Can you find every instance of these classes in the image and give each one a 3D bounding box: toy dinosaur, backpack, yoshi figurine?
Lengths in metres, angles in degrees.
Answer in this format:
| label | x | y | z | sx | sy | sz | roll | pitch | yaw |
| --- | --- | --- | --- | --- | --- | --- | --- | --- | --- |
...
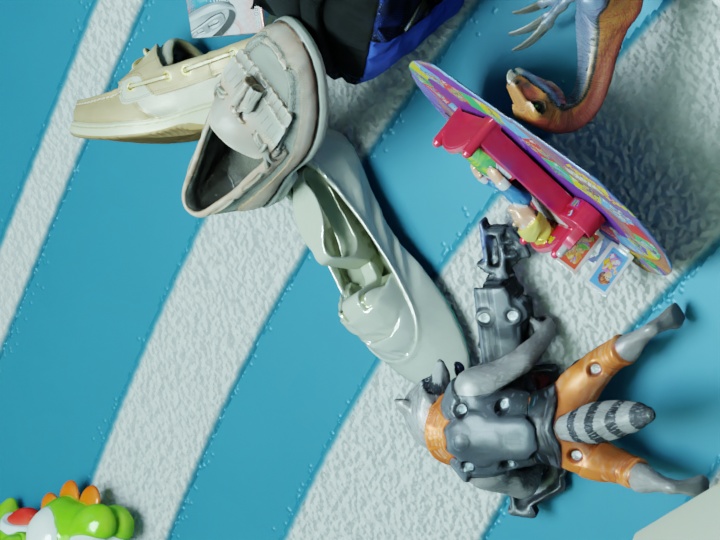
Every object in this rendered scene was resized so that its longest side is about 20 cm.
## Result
| label | x | y | z | sx | sy | sz | roll | pitch | yaw |
| --- | --- | --- | --- | --- | --- | --- | --- | --- | --- |
| toy dinosaur | 0.139 | -0.173 | 1.297 | 0.200 | 0.105 | 0.182 | -9 | 83 | 38 |
| backpack | 0.008 | -0.214 | 1.379 | 0.163 | 0.168 | 0.200 | 53 | 162 | 15 |
| yoshi figurine | -0.251 | 0.241 | 1.759 | 0.200 | 0.112 | 0.112 | -24 | 103 | 38 |

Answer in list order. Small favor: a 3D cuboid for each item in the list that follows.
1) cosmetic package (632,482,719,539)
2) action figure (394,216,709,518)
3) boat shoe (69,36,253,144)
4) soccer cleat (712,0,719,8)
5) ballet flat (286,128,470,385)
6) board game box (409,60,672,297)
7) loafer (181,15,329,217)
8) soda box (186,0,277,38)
| label | x | y | z | sx | sy | sz | roll | pitch | yaw |
| --- | --- | --- | --- | --- | --- | --- | --- | --- | --- |
| cosmetic package | 0.254 | 0.166 | 1.329 | 0.104 | 0.073 | 0.200 | 44 | 131 | -12 |
| action figure | 0.108 | 0.068 | 1.421 | 0.193 | 0.105 | 0.200 | -10 | 100 | 30 |
| boat shoe | -0.122 | -0.126 | 1.572 | 0.200 | 0.074 | 0.069 | -4 | 88 | 38 |
| soccer cleat | 0.248 | -0.215 | 1.245 | 0.086 | 0.070 | 0.200 | 32 | 121 | 27 |
| ballet flat | 0.000 | 0.000 | 1.508 | 0.069 | 0.069 | 0.200 | -34 | 81 | 39 |
| board game box | 0.095 | -0.048 | 1.363 | 0.200 | 0.158 | 0.039 | 37 | 85 | 23 |
| loafer | -0.069 | -0.085 | 1.423 | 0.072 | 0.063 | 0.200 | 57 | 158 | 15 |
| soda box | -0.082 | -0.256 | 1.501 | 0.068 | 0.064 | 0.200 | 0 | 102 | 38 |
